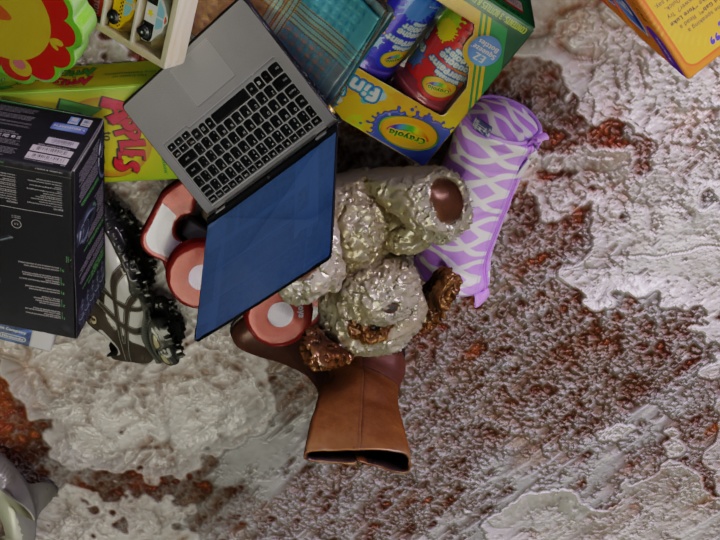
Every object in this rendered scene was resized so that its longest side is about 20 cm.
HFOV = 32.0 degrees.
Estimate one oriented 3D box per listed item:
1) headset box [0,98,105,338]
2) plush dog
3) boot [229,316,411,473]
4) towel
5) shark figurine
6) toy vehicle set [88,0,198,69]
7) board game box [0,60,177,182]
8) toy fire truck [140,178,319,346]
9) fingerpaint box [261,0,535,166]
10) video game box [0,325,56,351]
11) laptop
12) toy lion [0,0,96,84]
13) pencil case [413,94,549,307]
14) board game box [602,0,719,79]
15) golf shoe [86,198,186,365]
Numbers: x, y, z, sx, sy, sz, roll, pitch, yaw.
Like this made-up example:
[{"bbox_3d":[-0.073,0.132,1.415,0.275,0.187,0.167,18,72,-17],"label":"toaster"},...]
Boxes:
[{"bbox_3d":[-0.324,-0.045,1.131,0.173,0.093,0.201,10,127,3],"label":"headset box"},{"bbox_3d":[0.000,0.000,1.135,0.199,0.160,0.173,-22,113,-19],"label":"plush dog"},{"bbox_3d":[-0.044,0.121,1.247,0.187,0.200,0.069,13,126,-8],"label":"boot"},{"bbox_3d":[-0.088,-0.213,1.030,0.200,0.022,0.147,37,120,3],"label":"towel"},{"bbox_3d":[-0.393,0.290,1.466,0.128,0.089,0.215,20,124,29],"label":"shark figurine"},{"bbox_3d":[-0.176,-0.281,1.008,0.124,0.026,0.201,31,122,21],"label":"toy vehicle set"},{"bbox_3d":[-0.269,-0.134,1.158,0.199,0.048,0.102,-3,126,4],"label":"board game box"},{"bbox_3d":[-0.099,-0.036,1.205,0.199,0.112,0.168,27,97,-16],"label":"toy fire truck"},{"bbox_3d":[0.020,-0.210,1.077,0.199,0.074,0.167,29,123,-18],"label":"fingerpaint box"},{"bbox_3d":[-0.386,-0.020,1.250,0.199,0.047,0.183,15,123,-9],"label":"video game box"},{"bbox_3d":[-0.115,-0.080,1.030,0.187,0.116,0.200,-31,101,41],"label":"laptop"},{"bbox_3d":[-0.306,-0.248,1.022,0.191,0.069,0.200,25,140,-1],"label":"toy lion"},{"bbox_3d":[0.111,-0.067,1.173,0.085,0.084,0.201,32,132,18],"label":"pencil case"},{"bbox_3d":[0.232,-0.303,0.900,0.200,0.200,0.200,-37,118,11],"label":"board game box"},{"bbox_3d":[-0.245,0.022,1.257,0.094,0.078,0.201,-9,125,9],"label":"golf shoe"}]
